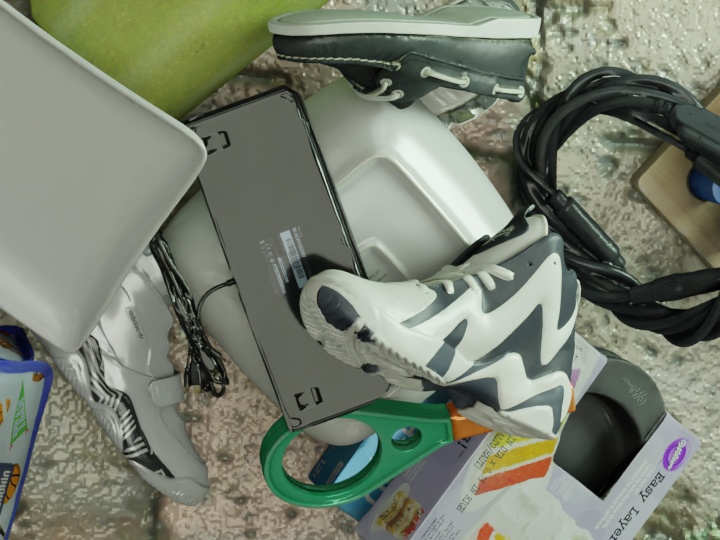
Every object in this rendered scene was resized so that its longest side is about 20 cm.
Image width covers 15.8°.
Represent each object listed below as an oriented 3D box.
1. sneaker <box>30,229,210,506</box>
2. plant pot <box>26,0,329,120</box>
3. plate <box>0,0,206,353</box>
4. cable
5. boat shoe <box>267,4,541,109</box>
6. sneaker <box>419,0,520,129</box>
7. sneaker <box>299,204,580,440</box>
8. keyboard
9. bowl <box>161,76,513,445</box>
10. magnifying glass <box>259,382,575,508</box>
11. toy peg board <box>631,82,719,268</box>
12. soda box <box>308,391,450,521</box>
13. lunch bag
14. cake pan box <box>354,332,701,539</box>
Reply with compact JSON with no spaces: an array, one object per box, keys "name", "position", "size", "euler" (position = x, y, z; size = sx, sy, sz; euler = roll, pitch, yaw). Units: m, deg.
[{"name":"sneaker","position":[-0.132,0.050,1.671],"size":[0.115,0.075,0.200],"euler":[-36,100,-3]},{"name":"plant pot","position":[-0.105,-0.195,1.600],"size":[0.200,0.200,0.184],"euler":[42,99,-14]},{"name":"plate","position":[-0.208,-0.071,1.549],"size":[0.199,0.032,0.200],"euler":[35,129,-3]},{"name":"cable","position":[0.188,-0.043,1.715],"size":[0.200,0.051,0.164],"euler":[29,121,14]},{"name":"boat shoe","position":[0.029,-0.127,1.565],"size":[0.200,0.076,0.061],"euler":[-3,105,-34]},{"name":"sneaker","position":[0.021,-0.110,1.675],"size":[0.200,0.085,0.074],"euler":[-43,109,0]},{"name":"sneaker","position":[0.058,0.009,1.540],"size":[0.199,0.079,0.130],"euler":[26,75,-27]},{"name":"keyboard","position":[-0.064,0.001,1.557],"size":[0.127,0.021,0.201],"euler":[-20,95,-5]},{"name":"bowl","position":[0.000,0.000,1.618],"size":[0.200,0.075,0.200],"euler":[-40,109,1]},{"name":"magnifying glass","position":[0.036,0.100,1.610],"size":[0.199,0.022,0.080],"euler":[-14,129,-7]},{"name":"toy peg board","position":[0.327,-0.058,1.744],"size":[0.199,0.098,0.200],"euler":[-46,103,-3]},{"name":"soda box","position":[0.053,0.081,1.721],"size":[0.068,0.064,0.200],"euler":[36,90,-14]},{"name":"lunch bag","position":[-0.266,0.113,1.587],"size":[0.123,0.200,0.171],"euler":[17,93,-13]},{"name":"cake pan box","position":[0.117,0.140,1.710],"size":[0.200,0.052,0.184],"euler":[-52,135,-3]}]
